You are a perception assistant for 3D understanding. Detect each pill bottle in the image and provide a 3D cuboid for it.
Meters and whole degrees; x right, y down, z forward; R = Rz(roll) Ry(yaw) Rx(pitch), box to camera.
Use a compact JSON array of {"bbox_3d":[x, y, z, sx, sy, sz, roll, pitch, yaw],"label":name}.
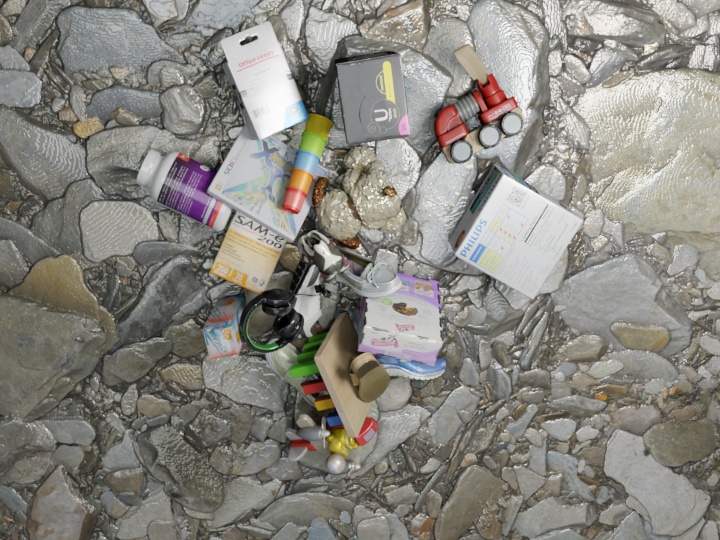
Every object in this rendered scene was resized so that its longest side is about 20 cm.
[{"bbox_3d":[-0.351,-0.169,1.602,0.198,0.113,0.114,26,104,-10],"label":"pill bottle"}]

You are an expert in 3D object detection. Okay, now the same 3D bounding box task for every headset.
[{"bbox_3d":[-0.154,0.092,1.617,0.199,0.094,0.125,-36,123,-17],"label":"headset"}]

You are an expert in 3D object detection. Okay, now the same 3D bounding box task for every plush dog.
[{"bbox_3d":[-0.008,-0.131,1.598,0.170,0.161,0.202,-29,107,4],"label":"plush dog"}]

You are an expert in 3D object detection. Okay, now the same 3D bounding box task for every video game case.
[{"bbox_3d":[-0.186,-0.182,1.594,0.198,0.022,0.184,30,64,-11],"label":"video game case"}]

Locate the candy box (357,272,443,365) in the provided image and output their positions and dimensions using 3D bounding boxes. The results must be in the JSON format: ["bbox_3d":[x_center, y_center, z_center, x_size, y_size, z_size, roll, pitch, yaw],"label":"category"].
[{"bbox_3d":[0.083,0.094,1.646,0.165,0.201,0.072,12,127,-6],"label":"candy box"}]

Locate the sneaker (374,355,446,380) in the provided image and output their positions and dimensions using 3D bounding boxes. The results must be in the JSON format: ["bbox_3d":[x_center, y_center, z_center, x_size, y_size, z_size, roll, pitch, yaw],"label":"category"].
[{"bbox_3d":[0.103,0.193,1.742,0.197,0.078,0.091,8,93,-19],"label":"sneaker"}]

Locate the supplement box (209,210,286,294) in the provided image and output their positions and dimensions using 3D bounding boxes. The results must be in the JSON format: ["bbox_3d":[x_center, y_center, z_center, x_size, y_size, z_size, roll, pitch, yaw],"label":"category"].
[{"bbox_3d":[-0.223,-0.067,1.657,0.125,0.074,0.202,23,104,-9],"label":"supplement box"}]

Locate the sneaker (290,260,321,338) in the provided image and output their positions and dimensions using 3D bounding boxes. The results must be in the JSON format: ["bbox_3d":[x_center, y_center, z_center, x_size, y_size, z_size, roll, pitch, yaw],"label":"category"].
[{"bbox_3d":[-0.116,0.058,1.709,0.079,0.074,0.202,13,111,-21],"label":"sneaker"}]

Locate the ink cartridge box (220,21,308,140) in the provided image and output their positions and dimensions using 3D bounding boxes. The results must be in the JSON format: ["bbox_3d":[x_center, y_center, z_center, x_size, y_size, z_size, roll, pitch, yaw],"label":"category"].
[{"bbox_3d":[-0.196,-0.375,1.554,0.115,0.067,0.202,-25,107,-14],"label":"ink cartridge box"}]

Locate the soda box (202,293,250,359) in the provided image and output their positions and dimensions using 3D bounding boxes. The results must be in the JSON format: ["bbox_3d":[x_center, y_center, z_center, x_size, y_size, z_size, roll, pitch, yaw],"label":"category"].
[{"bbox_3d":[-0.279,0.114,1.643,0.063,0.200,0.069,-10,106,2],"label":"soda box"}]

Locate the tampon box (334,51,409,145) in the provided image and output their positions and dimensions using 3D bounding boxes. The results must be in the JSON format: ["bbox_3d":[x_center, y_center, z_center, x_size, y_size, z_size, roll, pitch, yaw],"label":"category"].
[{"bbox_3d":[0.022,-0.340,1.518,0.124,0.200,0.152,-9,108,1],"label":"tampon box"}]

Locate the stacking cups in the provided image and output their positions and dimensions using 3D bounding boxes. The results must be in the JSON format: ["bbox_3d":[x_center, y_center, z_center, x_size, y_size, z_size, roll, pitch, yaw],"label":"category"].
[{"bbox_3d":[-0.107,-0.213,1.578,0.060,0.061,0.203,16,76,-7],"label":"stacking cups"}]

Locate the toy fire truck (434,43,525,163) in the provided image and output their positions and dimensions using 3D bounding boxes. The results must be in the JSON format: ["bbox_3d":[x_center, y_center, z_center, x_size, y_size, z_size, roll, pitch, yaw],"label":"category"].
[{"bbox_3d":[0.218,-0.336,1.577,0.174,0.129,0.202,-27,94,7],"label":"toy fire truck"}]

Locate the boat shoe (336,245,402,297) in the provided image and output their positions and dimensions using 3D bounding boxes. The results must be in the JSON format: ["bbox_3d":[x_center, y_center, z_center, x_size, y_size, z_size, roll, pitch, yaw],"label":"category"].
[{"bbox_3d":[0.001,-0.001,1.632,0.074,0.201,0.065,-37,131,-29],"label":"boat shoe"}]

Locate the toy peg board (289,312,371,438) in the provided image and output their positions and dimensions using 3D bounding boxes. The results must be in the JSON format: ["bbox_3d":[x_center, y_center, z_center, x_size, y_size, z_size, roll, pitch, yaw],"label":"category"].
[{"bbox_3d":[-0.061,0.231,1.701,0.097,0.200,0.201,-15,109,22],"label":"toy peg board"}]

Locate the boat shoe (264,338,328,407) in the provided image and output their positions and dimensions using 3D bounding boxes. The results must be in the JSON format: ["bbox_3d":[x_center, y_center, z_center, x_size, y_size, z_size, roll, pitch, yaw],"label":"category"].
[{"bbox_3d":[-0.134,0.228,1.745,0.200,0.062,0.072,49,67,-20],"label":"boat shoe"}]

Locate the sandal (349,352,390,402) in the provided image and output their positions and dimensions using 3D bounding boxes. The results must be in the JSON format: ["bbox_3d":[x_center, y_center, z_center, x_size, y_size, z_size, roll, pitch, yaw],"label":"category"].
[{"bbox_3d":[0.009,0.205,1.647,0.077,0.212,0.070,-32,62,-7],"label":"sandal"}]

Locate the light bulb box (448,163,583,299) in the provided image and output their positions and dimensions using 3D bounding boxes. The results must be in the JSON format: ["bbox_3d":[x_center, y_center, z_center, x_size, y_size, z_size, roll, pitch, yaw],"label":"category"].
[{"bbox_3d":[0.321,-0.084,1.645,0.198,0.125,0.200,28,105,-9],"label":"light bulb box"}]

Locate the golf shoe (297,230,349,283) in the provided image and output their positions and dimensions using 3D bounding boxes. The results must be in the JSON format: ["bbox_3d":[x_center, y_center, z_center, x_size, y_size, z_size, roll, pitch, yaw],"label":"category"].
[{"bbox_3d":[-0.087,-0.052,1.602,0.077,0.200,0.089,-38,119,-9],"label":"golf shoe"}]

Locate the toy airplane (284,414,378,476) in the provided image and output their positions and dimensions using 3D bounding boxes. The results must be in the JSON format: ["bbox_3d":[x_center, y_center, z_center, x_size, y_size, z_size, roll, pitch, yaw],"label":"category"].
[{"bbox_3d":[-0.076,0.395,1.762,0.197,0.142,0.200,10,132,-23],"label":"toy airplane"}]
